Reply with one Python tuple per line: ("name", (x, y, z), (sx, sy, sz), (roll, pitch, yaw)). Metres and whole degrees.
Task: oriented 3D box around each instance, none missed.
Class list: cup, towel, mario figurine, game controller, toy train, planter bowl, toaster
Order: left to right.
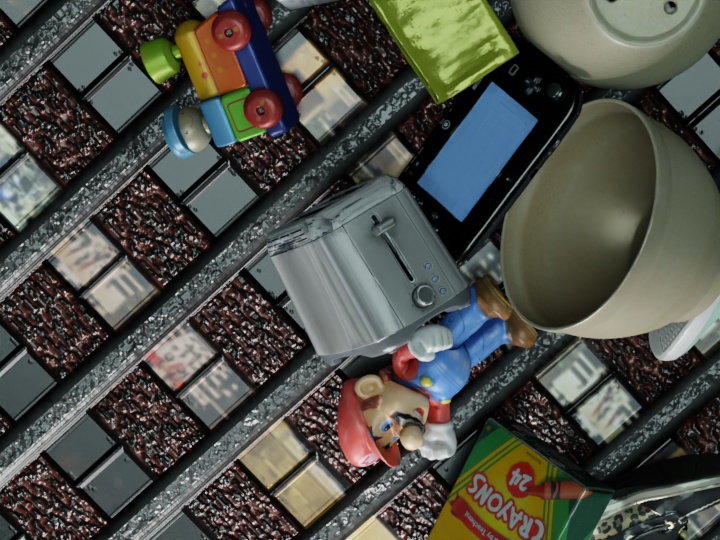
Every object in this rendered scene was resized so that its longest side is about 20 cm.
("toy train", (-0.138, -0.199, 1.680), (0.115, 0.085, 0.200), (-19, 102, 17))
("toaster", (0.000, 0.000, 1.678), (0.113, 0.200, 0.129), (-30, 95, -21))
("towel", (0.047, -0.246, 1.680), (0.086, 0.018, 0.200), (-33, 91, 7))
("mario figurine", (0.067, 0.106, 1.728), (0.200, 0.106, 0.123), (-42, 101, 7))
("game controller", (0.104, -0.100, 1.696), (0.104, 0.042, 0.200), (42, 102, 25))
("cup", (0.225, -0.240, 1.634), (0.200, 0.143, 0.201), (0, 103, 0))
("planter bowl", (0.232, -0.030, 1.668), (0.134, 0.200, 0.201), (17, 103, -30))

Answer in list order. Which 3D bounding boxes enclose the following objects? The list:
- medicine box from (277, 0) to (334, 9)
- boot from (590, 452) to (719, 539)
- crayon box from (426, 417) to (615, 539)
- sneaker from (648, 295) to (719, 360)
("medicine box", (0.013, -0.324, 1.618), (0.199, 0.103, 0.183), (-11, 93, 3))
("boot", (0.270, 0.257, 1.775), (0.203, 0.073, 0.154), (-19, 99, 12))
("crayon box", (0.125, 0.248, 1.749), (0.051, 0.127, 0.200), (13, 106, -49))
("sneaker", (0.341, 0.009, 1.725), (0.118, 0.074, 0.201), (18, 117, -26))
